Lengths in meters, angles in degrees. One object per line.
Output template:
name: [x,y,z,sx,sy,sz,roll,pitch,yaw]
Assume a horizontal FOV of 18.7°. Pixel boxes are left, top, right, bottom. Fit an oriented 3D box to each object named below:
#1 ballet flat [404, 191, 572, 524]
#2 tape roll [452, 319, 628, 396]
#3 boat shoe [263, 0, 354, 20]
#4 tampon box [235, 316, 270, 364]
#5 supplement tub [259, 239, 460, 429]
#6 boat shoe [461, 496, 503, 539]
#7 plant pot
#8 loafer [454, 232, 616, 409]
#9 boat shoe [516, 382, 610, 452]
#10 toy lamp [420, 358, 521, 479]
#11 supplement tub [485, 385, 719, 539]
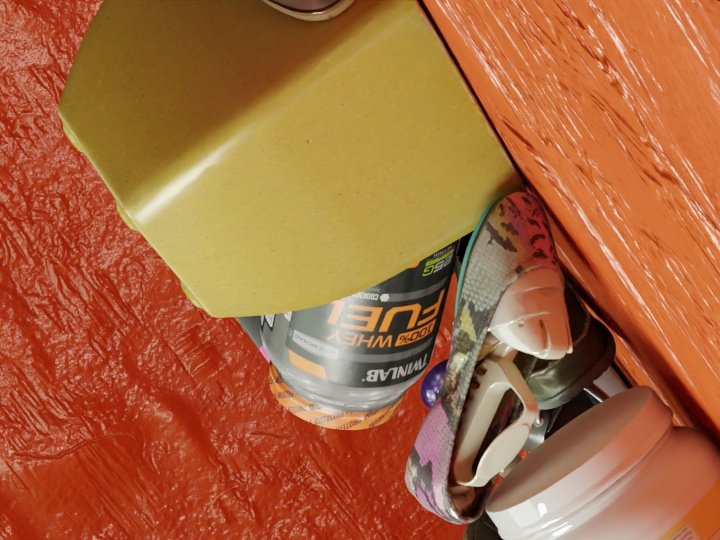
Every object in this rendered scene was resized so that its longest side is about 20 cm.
ballet flat: [0.083,0.057,1.271,0.069,0.201,0.071,7,-163,-39]
tape roll: [0.154,0.098,1.611,0.203,0.071,0.202,53,178,2]
boat shoe: [-0.071,-0.219,1.172,0.200,0.070,0.070,53,-178,22]
tampon box: [-0.019,-0.021,1.735,0.150,0.200,0.126,52,179,5]
supplement tub: [0.000,0.000,1.456,0.123,0.122,0.200,52,141,44]
boat shoe: [0.120,0.206,1.652,0.072,0.068,0.200,33,-156,14]
plant pot: [-0.057,-0.091,1.279,0.196,0.200,0.194,53,179,42]
loafer: [0.101,0.023,1.421,0.070,0.075,0.200,49,-179,-29]
boat shoe: [0.154,0.108,1.465,0.200,0.067,0.057,34,168,-9]
toy lamp: [0.108,0.139,1.623,0.058,0.058,0.200,54,180,-42]
supplement tub: [0.181,0.184,1.288,0.200,0.145,0.145,54,179,-5]
